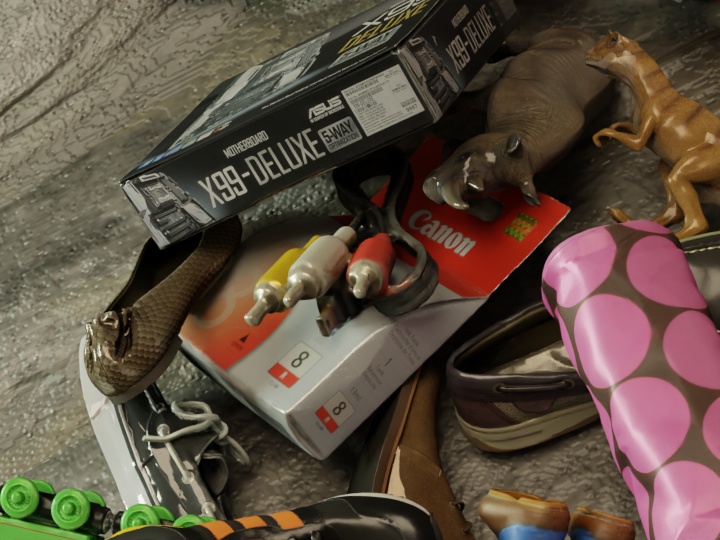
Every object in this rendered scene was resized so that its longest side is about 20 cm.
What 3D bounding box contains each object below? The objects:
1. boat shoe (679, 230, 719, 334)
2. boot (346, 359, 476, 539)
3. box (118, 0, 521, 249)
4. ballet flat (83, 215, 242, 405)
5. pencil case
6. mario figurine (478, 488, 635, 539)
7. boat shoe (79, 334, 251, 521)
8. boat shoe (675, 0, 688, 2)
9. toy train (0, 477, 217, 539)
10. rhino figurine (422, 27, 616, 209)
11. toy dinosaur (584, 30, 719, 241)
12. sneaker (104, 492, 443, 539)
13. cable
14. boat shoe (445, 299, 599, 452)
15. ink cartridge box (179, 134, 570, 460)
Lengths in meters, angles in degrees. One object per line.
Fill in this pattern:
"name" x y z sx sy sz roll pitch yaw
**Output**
"boat shoe" 0.238 0.006 1.565 0.201 0.066 0.072 0 76 -1
"boot" 0.030 0.136 1.608 0.075 0.074 0.200 15 56 -6
"box" -0.021 -0.097 1.680 0.200 0.050 0.158 -24 15 30
"ballet flat" -0.116 0.006 1.677 0.067 0.046 0.200 -31 18 29
"pencil case" 0.156 0.075 1.486 0.091 0.094 0.200 -21 60 4
"mario figurine" 0.072 0.214 1.509 0.123 0.106 0.200 14 86 11
"boat shoe" -0.101 0.110 1.651 0.068 0.074 0.199 -27 55 8
"boat shoe" 0.172 -0.246 1.785 0.062 0.072 0.200 -25 64 -10
"toy train" -0.108 0.155 1.583 0.200 0.042 0.056 11 86 15
"rhino figurine" 0.088 -0.083 1.671 0.087 0.060 0.200 -2 27 23
"toy dinosaur" 0.194 -0.054 1.622 0.200 0.060 0.106 40 90 8
"sneaker" -0.059 0.158 1.499 0.200 0.090 0.070 -8 91 19
"cable" 0.005 -0.028 1.633 0.097 0.050 0.200 -11 31 22
"boat shoe" 0.140 0.034 1.616 0.200 0.065 0.072 -23 52 4
"ink cartridge box" 0.000 0.000 1.665 0.200 0.050 0.162 -47 34 -8
